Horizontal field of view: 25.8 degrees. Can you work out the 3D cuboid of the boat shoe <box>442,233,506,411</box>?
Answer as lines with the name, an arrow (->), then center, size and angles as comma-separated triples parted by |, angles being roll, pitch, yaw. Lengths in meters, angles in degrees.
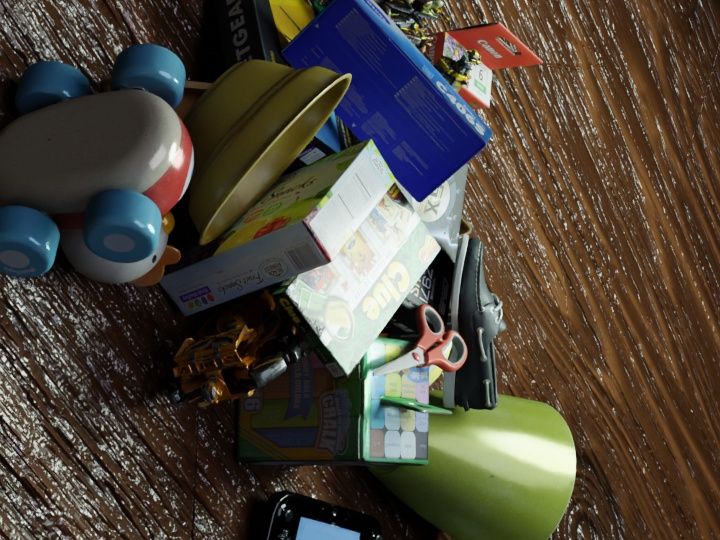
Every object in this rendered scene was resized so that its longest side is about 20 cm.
boat shoe -> 0.123, 0.056, 1.655 | 0.076, 0.060, 0.201 | -70, 164, -58

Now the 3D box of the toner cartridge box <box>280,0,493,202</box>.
toner cartridge box -> 0.026, -0.171, 1.517 | 0.200, 0.095, 0.043 | 47, 24, -7

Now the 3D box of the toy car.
toy car -> -0.202, -0.053, 1.333 | 0.200, 0.176, 0.185 | 60, 28, -51

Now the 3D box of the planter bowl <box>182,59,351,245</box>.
planter bowl -> -0.103, -0.124, 1.387 | 0.083, 0.201, 0.200 | 42, 42, 1

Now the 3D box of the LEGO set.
LEGO set -> 0.049, -0.274, 1.629 | 0.153, 0.116, 0.200 | 16, 33, -37

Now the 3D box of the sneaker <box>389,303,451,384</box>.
sneaker -> 0.095, 0.079, 1.827 | 0.200, 0.078, 0.091 | -60, 139, -39

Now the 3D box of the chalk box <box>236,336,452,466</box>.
chalk box -> -0.008, 0.129, 1.551 | 0.124, 0.199, 0.125 | 14, 74, -55

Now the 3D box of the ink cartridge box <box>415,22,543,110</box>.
ink cartridge box -> 0.090, -0.216, 1.744 | 0.109, 0.199, 0.051 | 29, 62, -51

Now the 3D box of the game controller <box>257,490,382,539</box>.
game controller -> -0.043, 0.292, 1.621 | 0.200, 0.042, 0.105 | 27, 64, -51

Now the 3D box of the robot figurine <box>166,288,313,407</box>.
robot figurine -> -0.105, 0.062, 1.479 | 0.059, 0.144, 0.200 | 66, 29, -16

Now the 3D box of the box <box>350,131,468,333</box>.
box -> 0.028, -0.054, 1.633 | 0.164, 0.086, 0.201 | 35, 59, -51

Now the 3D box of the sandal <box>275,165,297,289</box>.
sandal -> -0.059, -0.041, 1.606 | 0.075, 0.045, 0.201 | -56, 146, -55

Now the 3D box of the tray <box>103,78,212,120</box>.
tray -> -0.163, -0.128, 1.502 | 0.200, 0.037, 0.099 | -4, 89, -57

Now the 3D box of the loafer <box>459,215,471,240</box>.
loafer -> 0.052, -0.076, 1.784 | 0.200, 0.072, 0.073 | 21, 69, -53

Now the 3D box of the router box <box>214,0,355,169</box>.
router box -> -0.076, -0.200, 1.568 | 0.149, 0.051, 0.201 | 33, 37, -49

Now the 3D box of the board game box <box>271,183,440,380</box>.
board game box -> 0.000, 0.000, 1.485 | 0.105, 0.023, 0.200 | 55, 46, -20

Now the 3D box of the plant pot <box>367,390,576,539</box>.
plant pot -> 0.105, 0.210, 1.757 | 0.199, 0.187, 0.188 | 22, 67, -35

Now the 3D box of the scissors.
scissors -> 0.061, 0.087, 1.523 | 0.073, 0.014, 0.200 | 53, 24, -5

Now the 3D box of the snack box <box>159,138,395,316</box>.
snack box -> -0.078, -0.039, 1.466 | 0.053, 0.199, 0.142 | 56, 41, -17
